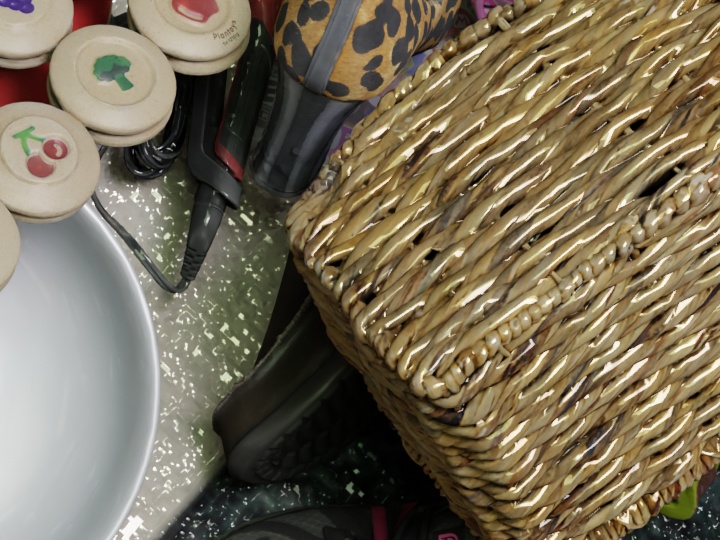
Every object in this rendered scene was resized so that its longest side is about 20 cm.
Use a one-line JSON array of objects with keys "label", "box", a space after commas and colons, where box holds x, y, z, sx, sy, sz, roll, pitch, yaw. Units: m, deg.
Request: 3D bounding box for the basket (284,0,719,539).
[{"label": "basket", "box": [0.086, -0.007, 1.142, 0.200, 0.149, 0.143, -37, 48, -5]}]

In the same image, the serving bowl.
[{"label": "serving bowl", "box": [-0.179, 0.043, 1.142, 0.199, 0.066, 0.201, -1, 93, -12]}]

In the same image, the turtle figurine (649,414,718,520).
[{"label": "turtle figurine", "box": [0.173, 0.040, 1.263, 0.200, 0.064, 0.161, 30, 53, 6]}]

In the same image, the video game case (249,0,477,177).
[{"label": "video game case", "box": [0.036, -0.119, 1.292, 0.143, 0.018, 0.201, 23, 69, -9]}]

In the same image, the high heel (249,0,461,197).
[{"label": "high heel", "box": [0.016, -0.136, 1.180, 0.071, 0.143, 0.201, 24, 62, -2]}]

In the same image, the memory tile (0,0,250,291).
[{"label": "memory tile", "box": [-0.147, -0.086, 1.125, 0.153, 0.017, 0.200, 37, 54, 6]}]

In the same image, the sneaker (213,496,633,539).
[{"label": "sneaker", "box": [0.017, 0.118, 1.183, 0.199, 0.084, 0.077, -13, 78, -20]}]

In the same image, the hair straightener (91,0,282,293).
[{"label": "hair straightener", "box": [-0.068, -0.085, 1.241, 0.077, 0.041, 0.201, 2, 69, 23]}]

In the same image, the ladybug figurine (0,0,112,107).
[{"label": "ladybug figurine", "box": [-0.177, -0.099, 1.192, 0.136, 0.072, 0.200, 46, 67, 0]}]

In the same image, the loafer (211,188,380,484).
[{"label": "loafer", "box": [0.000, 0.000, 1.221, 0.071, 0.073, 0.200, 35, 74, 17]}]

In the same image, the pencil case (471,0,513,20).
[{"label": "pencil case", "box": [0.092, -0.192, 1.269, 0.087, 0.087, 0.201, 11, 66, -14]}]
